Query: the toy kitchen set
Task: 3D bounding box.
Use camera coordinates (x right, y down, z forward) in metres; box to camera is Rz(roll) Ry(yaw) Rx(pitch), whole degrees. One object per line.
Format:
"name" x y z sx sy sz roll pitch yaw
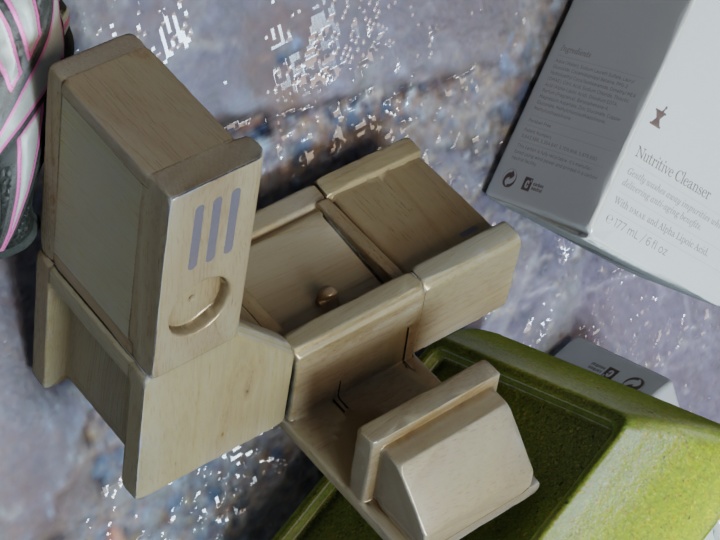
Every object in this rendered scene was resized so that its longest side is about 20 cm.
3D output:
"toy kitchen set" 0.000 0.000 0.874 0.199 0.163 0.181 -27 147 -30

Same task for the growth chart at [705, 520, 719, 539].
"growth chart" 0.127 0.173 1.077 0.199 0.018 0.145 -29 124 -29

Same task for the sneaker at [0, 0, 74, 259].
"sneaker" -0.143 -0.093 0.835 0.086 0.080 0.201 -3 116 -51

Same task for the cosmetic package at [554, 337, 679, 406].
"cosmetic package" 0.074 0.137 1.089 0.200 0.071 0.102 -39 129 -23

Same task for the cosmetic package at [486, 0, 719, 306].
"cosmetic package" 0.157 -0.098 1.065 0.113 0.081 0.201 23 92 -40

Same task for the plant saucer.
"plant saucer" 0.044 0.112 0.971 0.200 0.199 0.048 -51 125 -13
